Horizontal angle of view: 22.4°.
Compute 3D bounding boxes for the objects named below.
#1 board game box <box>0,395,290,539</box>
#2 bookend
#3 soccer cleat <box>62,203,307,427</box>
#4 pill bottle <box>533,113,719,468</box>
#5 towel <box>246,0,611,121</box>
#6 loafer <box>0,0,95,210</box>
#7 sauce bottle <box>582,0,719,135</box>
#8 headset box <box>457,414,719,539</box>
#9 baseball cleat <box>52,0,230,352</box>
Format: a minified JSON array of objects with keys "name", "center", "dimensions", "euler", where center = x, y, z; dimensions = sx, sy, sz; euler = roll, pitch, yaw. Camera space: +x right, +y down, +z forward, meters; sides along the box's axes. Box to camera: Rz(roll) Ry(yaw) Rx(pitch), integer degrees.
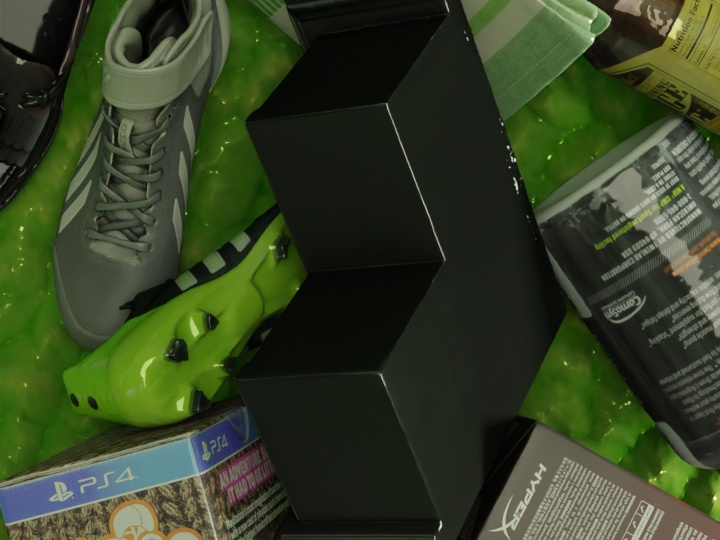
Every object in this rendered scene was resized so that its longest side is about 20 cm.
[{"name":"board game box","center":[-0.078,0.173,0.868],"dimensions":[0.096,0.159,0.201],"euler":[-15,90,11]},{"name":"bookend","center":[0.000,0.000,0.835],"dimensions":[0.092,0.200,0.200],"euler":[-5,123,30]},{"name":"soccer cleat","center":[-0.068,0.014,0.899],"dimensions":[0.200,0.081,0.068],"euler":[-39,118,-48]},{"name":"pill bottle","center":[0.180,0.028,0.937],"dimensions":[0.106,0.106,0.201],"euler":[-35,92,-6]},{"name":"towel","center":[0.007,-0.147,0.887],"dimensions":[0.200,0.152,0.023],"euler":[37,57,-11]},{"name":"loafer","center":[-0.173,-0.122,0.920],"dimensions":[0.071,0.063,0.201],"euler":[24,86,-5]},{"name":"sauce bottle","center":[0.149,-0.118,0.895],"dimensions":[0.199,0.066,0.066],"euler":[27,86,-7]},{"name":"headset box","center":[0.141,0.150,0.909],"dimensions":[0.199,0.149,0.075],"euler":[29,86,-4]},{"name":"baseball cleat","center":[-0.117,-0.060,0.904],"dimensions":[0.069,0.106,0.202],"euler":[11,83,6]}]
